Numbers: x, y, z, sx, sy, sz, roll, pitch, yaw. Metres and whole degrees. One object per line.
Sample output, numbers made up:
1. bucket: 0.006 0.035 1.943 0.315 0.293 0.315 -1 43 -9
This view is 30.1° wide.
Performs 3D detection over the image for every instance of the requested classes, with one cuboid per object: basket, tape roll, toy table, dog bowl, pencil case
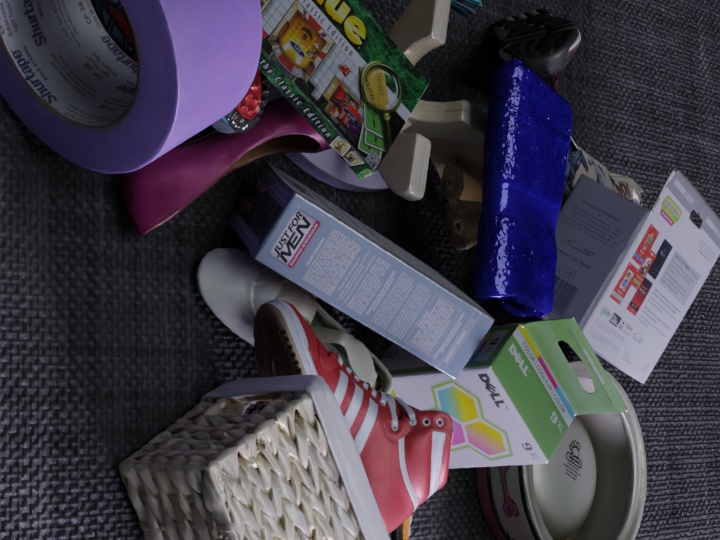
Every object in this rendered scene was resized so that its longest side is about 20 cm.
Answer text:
1. basket: -0.071 0.192 0.962 0.123 0.135 0.202 -28 103 -40
2. tape roll: -0.165 -0.171 0.872 0.085 0.198 0.202 -38 110 -41
3. toy table: 0.014 -0.141 1.112 0.199 0.116 0.187 10 77 -45
4. dog bowl: 0.187 0.188 1.267 0.199 0.073 0.203 10 76 -44
5. pencil case: 0.205 -0.084 1.304 0.199 0.089 0.078 23 35 -51

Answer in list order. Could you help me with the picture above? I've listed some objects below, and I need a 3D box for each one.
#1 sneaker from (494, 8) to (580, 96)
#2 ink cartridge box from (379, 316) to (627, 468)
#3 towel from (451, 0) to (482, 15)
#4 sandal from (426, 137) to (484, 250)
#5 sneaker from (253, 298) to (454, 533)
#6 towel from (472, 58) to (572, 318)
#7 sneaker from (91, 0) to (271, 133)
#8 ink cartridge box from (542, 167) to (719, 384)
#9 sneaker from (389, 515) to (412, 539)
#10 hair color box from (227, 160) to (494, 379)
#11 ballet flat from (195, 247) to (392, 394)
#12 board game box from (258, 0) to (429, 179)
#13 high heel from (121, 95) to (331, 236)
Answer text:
1. sneaker: 0.174 -0.175 1.264 0.200 0.075 0.117 -81 159 -70
2. ink cartridge box: 0.107 0.104 1.107 0.104 0.198 0.059 57 49 -21
3. towel: 0.071 -0.362 1.273 0.146 0.022 0.203 19 70 -43
4. sandal: 0.114 -0.037 1.226 0.213 0.077 0.070 56 47 -31
5. sneaker: -0.001 0.099 1.023 0.112 0.071 0.202 -28 101 -27
6. towel: 0.141 -0.064 1.136 0.147 0.049 0.203 18 76 -68
7. sneaker: -0.141 -0.181 0.967 0.079 0.095 0.201 -36 94 -44
8. ink cartridge box: 0.253 -0.006 1.274 0.177 0.083 0.200 -58 147 0
9. sneaker: 0.000 0.230 1.076 0.076 0.078 0.203 2 78 -32
10. hair color box: 0.000 0.000 1.051 0.199 0.099 0.061 32 96 -25
11. ballet flat: -0.043 0.045 1.059 0.200 0.069 0.070 44 55 -32
12. board game box: -0.038 -0.173 0.970 0.200 0.023 0.105 46 50 -20
13. high heel: -0.078 -0.076 0.999 0.197 0.067 0.098 -5 77 -8
